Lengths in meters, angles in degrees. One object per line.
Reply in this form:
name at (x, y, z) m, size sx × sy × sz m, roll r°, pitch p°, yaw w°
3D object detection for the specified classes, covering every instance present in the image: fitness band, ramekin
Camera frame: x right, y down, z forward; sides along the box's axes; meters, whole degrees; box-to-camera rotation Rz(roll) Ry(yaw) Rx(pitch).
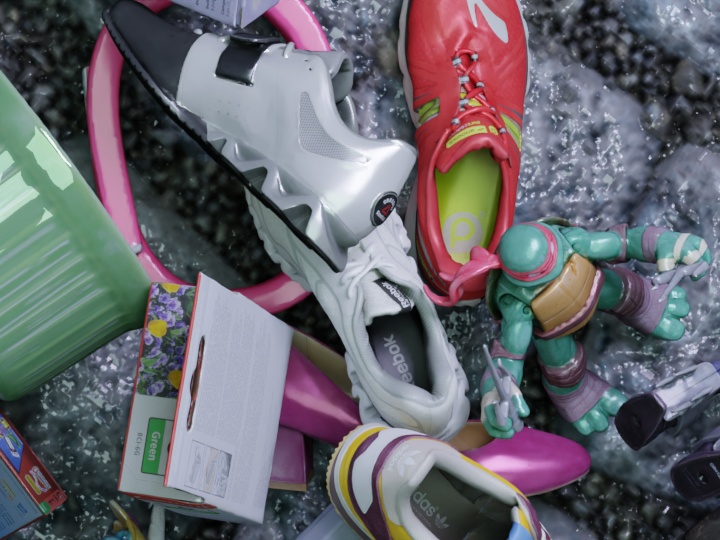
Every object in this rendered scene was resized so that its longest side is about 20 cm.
fitness band at (-0.078, -0.071, 1.481) m, size 0.143 × 0.037 × 0.201 m, roll -9°, pitch 92°, yaw -5°
ramekin at (-0.199, -0.028, 1.385) m, size 0.098 × 0.200 × 0.200 m, roll -37°, pitch 93°, yaw -8°

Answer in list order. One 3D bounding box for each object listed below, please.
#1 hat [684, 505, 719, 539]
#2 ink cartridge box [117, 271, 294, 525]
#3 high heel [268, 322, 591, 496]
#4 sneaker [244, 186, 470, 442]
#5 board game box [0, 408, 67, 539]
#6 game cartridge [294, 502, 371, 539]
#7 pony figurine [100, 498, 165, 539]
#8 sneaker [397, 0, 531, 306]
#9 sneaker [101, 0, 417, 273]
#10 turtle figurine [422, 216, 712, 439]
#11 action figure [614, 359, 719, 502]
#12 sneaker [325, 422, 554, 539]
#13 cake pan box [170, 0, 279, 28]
hat at (0.231, 0.157, 1.447) m, size 0.200 × 0.201 × 0.081 m, roll -23°, pitch 77°, yaw -5°
ink cartridge box at (-0.085, 0.065, 1.354) m, size 0.050 × 0.200 × 0.109 m, roll 7°, pitch 82°, yaw 13°
high heel at (0.029, 0.073, 1.475) m, size 0.199 × 0.067 × 0.096 m, roll 3°, pitch 105°, yaw 7°
sneaker at (0.000, 0.000, 1.427) m, size 0.075 × 0.081 × 0.200 m, roll -29°, pitch 79°, yaw -6°
board game box at (-0.242, 0.058, 1.436) m, size 0.019 × 0.103 × 0.200 m, roll -39°, pitch 95°, yaw -34°
game cartridge at (0.015, 0.221, 1.438) m, size 0.133 × 0.040 × 0.200 m, roll -44°, pitch 116°, yaw -38°
pony figurine at (-0.106, 0.246, 1.436) m, size 0.200 × 0.166 × 0.193 m, roll 42°, pitch 73°, yaw -14°
sneaker at (0.063, -0.081, 1.469) m, size 0.077 × 0.085 × 0.201 m, roll -2°, pitch 91°, yaw -6°
sneaker at (-0.050, -0.092, 1.408) m, size 0.200 × 0.074 × 0.089 m, roll 42°, pitch 87°, yaw 20°
turtle figurine at (0.114, 0.018, 1.420) m, size 0.150 × 0.200 × 0.101 m, roll -38°, pitch 66°, yaw 5°
action figure at (0.238, 0.054, 1.472) m, size 0.200 × 0.069 × 0.130 m, roll -32°, pitch 73°, yaw -32°
sneaker at (0.071, 0.156, 1.393) m, size 0.200 × 0.090 × 0.075 m, roll 38°, pitch 77°, yaw -24°
cake pan box at (-0.116, -0.249, 1.388) m, size 0.184 × 0.052 × 0.201 m, roll 21°, pitch 122°, yaw 22°
